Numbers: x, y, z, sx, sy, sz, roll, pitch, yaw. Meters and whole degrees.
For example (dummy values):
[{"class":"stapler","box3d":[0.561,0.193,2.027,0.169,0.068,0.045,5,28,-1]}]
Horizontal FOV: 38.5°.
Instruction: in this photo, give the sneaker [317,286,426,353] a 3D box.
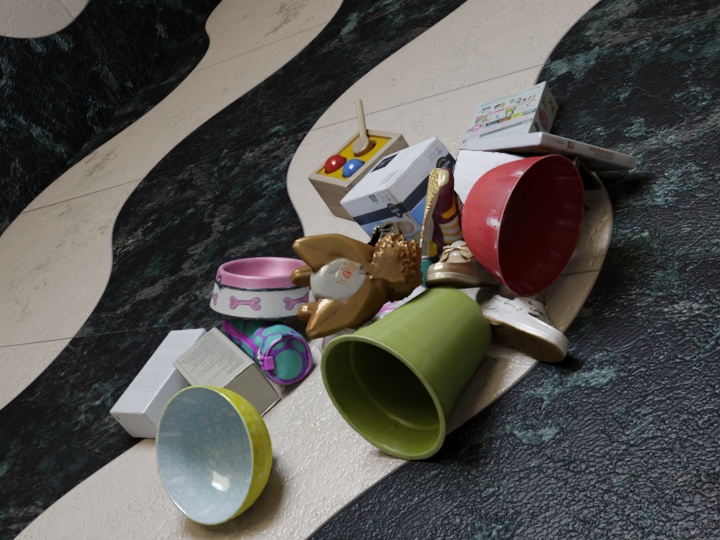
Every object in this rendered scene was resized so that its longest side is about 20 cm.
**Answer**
[{"class":"sneaker","box3d":[0.019,0.093,1.596,0.200,0.081,0.088,-25,28,21]}]

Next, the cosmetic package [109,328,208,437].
[{"class":"cosmetic package","box3d":[-0.342,0.200,1.841,0.101,0.071,0.200,-6,39,43]}]

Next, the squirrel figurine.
[{"class":"squirrel figurine","box3d":[0.001,0.024,1.484,0.200,0.142,0.187,-17,-14,-2]}]

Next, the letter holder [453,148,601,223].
[{"class":"letter holder","box3d":[0.259,-0.114,1.618,0.200,0.142,0.101,8,80,32]}]

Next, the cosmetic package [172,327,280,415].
[{"class":"cosmetic package","box3d":[-0.226,0.182,1.723,0.103,0.087,0.200,-40,27,-11]}]

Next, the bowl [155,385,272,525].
[{"class":"bowl","box3d":[-0.195,0.263,1.515,0.200,0.201,0.108,-13,-7,37]}]

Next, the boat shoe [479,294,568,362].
[{"class":"boat shoe","box3d":[0.224,0.068,1.415,0.069,0.071,0.200,-44,27,-13]}]

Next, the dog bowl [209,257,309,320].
[{"class":"dog bowl","box3d":[-0.164,0.028,1.799,0.200,0.074,0.200,0,12,0]}]

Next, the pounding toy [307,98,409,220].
[{"class":"pounding toy","box3d":[0.008,-0.217,2.025,0.200,0.142,0.184,-44,29,-16]}]

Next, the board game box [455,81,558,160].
[{"class":"board game box","box3d":[0.264,-0.244,1.868,0.147,0.064,0.200,-13,36,34]}]

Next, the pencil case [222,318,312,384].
[{"class":"pencil case","box3d":[-0.158,0.122,1.738,0.200,0.092,0.085,25,109,61]}]

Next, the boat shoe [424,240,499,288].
[{"class":"boat shoe","box3d":[0.145,-0.009,1.509,0.074,0.069,0.200,-7,-4,25]}]

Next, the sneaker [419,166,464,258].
[{"class":"sneaker","box3d":[0.141,-0.085,1.552,0.090,0.200,0.075,8,61,2]}]

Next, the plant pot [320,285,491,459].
[{"class":"plant pot","box3d":[0.080,0.120,1.404,0.200,0.200,0.190,-5,28,44]}]

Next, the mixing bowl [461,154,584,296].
[{"class":"mixing bowl","box3d":[0.214,-0.074,1.451,0.108,0.200,0.200,21,60,42]}]

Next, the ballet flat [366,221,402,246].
[{"class":"ballet flat","box3d":[0.000,0.000,1.619,0.067,0.046,0.200,15,61,46]}]

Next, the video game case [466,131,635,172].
[{"class":"video game case","box3d":[0.293,-0.181,1.610,0.200,0.182,0.023,7,87,63]}]

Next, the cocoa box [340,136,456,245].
[{"class":"cocoa box","box3d":[0.084,-0.122,1.762,0.133,0.131,0.200,-47,14,-21]}]

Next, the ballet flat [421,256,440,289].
[{"class":"ballet flat","box3d":[0.121,-0.005,1.667,0.200,0.070,0.069,-37,27,-12]}]
